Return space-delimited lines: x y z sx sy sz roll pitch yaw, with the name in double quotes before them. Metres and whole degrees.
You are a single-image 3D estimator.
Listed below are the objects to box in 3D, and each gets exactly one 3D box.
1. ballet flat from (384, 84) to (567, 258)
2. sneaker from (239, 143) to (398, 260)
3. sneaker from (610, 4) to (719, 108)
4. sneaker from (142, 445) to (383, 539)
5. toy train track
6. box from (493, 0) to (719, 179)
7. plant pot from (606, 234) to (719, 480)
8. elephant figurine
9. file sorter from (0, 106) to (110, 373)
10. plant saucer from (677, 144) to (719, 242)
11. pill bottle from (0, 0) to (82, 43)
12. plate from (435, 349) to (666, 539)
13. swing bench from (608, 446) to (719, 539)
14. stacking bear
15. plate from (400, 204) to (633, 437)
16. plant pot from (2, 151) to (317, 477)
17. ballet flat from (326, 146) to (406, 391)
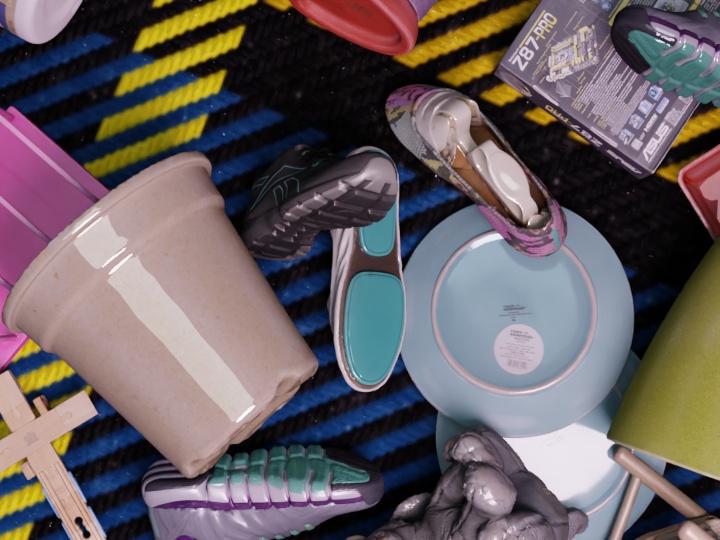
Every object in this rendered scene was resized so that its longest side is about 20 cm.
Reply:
"ballet flat" 0.095 -0.094 0.997 0.069 0.071 0.200 -38 70 -9
"sneaker" -0.040 -0.067 0.972 0.075 0.199 0.081 12 70 -33
"sneaker" 0.291 -0.182 0.985 0.198 0.074 0.089 22 75 -17
"sneaker" -0.078 0.198 1.013 0.196 0.075 0.089 -1 109 5
"toy train track" -0.254 0.177 1.034 0.114 0.033 0.202 -30 92 -8
"box" 0.232 -0.205 1.036 0.160 0.049 0.201 34 88 0
"plant pot" 0.306 0.062 0.942 0.184 0.187 0.203 18 87 2
"elephant figurine" 0.056 0.226 0.966 0.155 0.141 0.200 46 105 3
"file sorter" -0.311 -0.022 0.997 0.139 0.125 0.201 40 88 2
"plant saucer" 0.394 -0.045 1.030 0.198 0.037 0.202 -32 86 -1
"pill bottle" -0.327 -0.284 1.019 0.198 0.111 0.112 30 88 3
"plate" 0.162 0.140 1.029 0.197 0.026 0.204 0 88 1
"swing bench" 0.284 0.246 0.924 0.197 0.199 0.132 19 95 -4
"stacking bear" 0.039 -0.293 1.018 0.113 0.121 0.202 29 79 -12
"plate" 0.126 0.035 1.013 0.197 0.026 0.204 -1 77 6
"plant pot" -0.137 0.046 0.940 0.200 0.200 0.184 -41 84 -1
"ballet flat" 0.000 0.000 1.021 0.068 0.069 0.204 1 81 1
